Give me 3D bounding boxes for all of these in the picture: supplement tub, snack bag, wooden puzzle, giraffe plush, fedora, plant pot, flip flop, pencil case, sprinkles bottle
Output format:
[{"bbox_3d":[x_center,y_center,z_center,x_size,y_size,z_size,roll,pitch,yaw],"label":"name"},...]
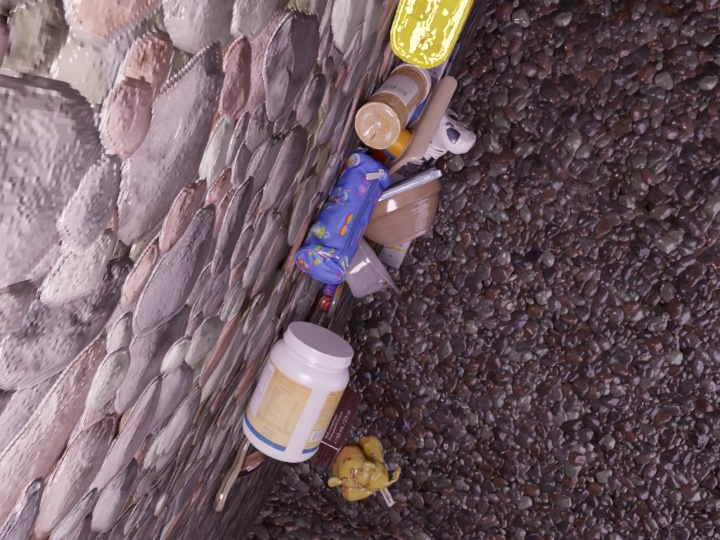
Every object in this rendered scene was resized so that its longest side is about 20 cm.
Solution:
[{"bbox_3d":[-0.105,0.206,0.952,0.145,0.144,0.202,-48,162,-79],"label":"supplement tub"},{"bbox_3d":[0.060,-0.152,1.028,0.187,0.022,0.200,-20,-172,11],"label":"snack bag"},{"bbox_3d":[0.066,-0.241,0.968,0.199,0.046,0.186,-16,-137,59],"label":"wooden puzzle"},{"bbox_3d":[-0.009,0.516,1.424,0.173,0.199,0.162,-53,142,-5],"label":"giraffe plush"},{"bbox_3d":[0.000,0.000,1.207,0.090,0.177,0.200,-37,158,-1],"label":"fedora"},{"bbox_3d":[0.076,-0.106,1.090,0.199,0.094,0.201,-21,-172,3],"label":"plant pot"},{"bbox_3d":[-0.224,0.384,1.095,0.081,0.057,0.201,111,5,-51],"label":"flip flop"},{"bbox_3d":[-0.020,-0.080,0.806,0.087,0.078,0.201,-14,-135,56],"label":"pencil case"},{"bbox_3d":[0.053,-0.253,0.828,0.201,0.068,0.069,-61,175,-49],"label":"sprinkles bottle"}]

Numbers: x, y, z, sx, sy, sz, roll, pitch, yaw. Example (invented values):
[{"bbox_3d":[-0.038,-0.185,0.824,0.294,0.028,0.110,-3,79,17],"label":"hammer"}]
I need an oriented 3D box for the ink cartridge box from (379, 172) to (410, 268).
[{"bbox_3d":[0.074,-0.127,1.376,0.200,0.144,0.146,105,11,-67],"label":"ink cartridge box"}]

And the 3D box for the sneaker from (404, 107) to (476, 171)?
[{"bbox_3d":[0.126,-0.219,0.982,0.130,0.079,0.200,-55,-151,25],"label":"sneaker"}]

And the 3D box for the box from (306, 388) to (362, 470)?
[{"bbox_3d":[-0.126,0.390,1.461,0.165,0.198,0.167,110,6,-52],"label":"box"}]

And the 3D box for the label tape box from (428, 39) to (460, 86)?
[{"bbox_3d":[0.148,-0.414,1.198,0.144,0.063,0.202,-54,167,-71],"label":"label tape box"}]

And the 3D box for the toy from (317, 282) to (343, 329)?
[{"bbox_3d":[-0.079,0.086,1.291,0.115,0.047,0.202,123,-18,-72],"label":"toy"}]

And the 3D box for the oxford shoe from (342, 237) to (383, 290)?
[{"bbox_3d":[-0.023,-0.020,1.384,0.200,0.071,0.072,-48,-166,38],"label":"oxford shoe"}]

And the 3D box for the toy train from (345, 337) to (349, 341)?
[{"bbox_3d":[-0.133,0.478,3.233,0.201,0.055,0.150,-61,177,-18],"label":"toy train"}]

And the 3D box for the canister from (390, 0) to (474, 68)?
[{"bbox_3d":[0.116,-0.379,0.782,0.200,0.086,0.149,-63,176,-59],"label":"canister"}]
